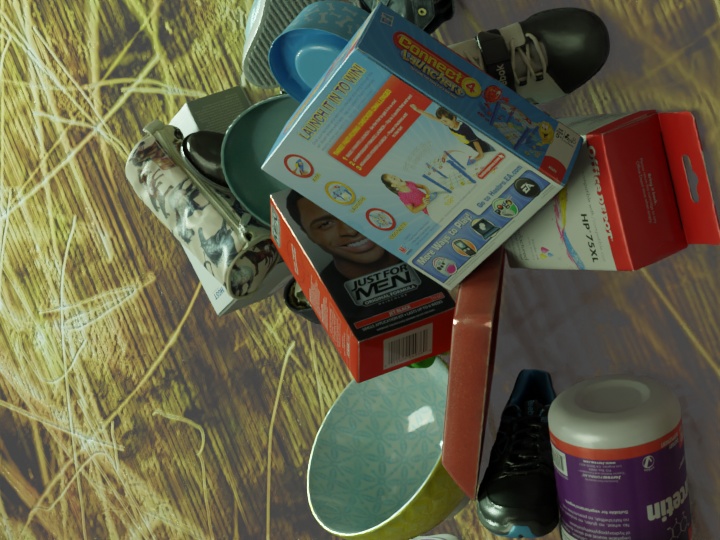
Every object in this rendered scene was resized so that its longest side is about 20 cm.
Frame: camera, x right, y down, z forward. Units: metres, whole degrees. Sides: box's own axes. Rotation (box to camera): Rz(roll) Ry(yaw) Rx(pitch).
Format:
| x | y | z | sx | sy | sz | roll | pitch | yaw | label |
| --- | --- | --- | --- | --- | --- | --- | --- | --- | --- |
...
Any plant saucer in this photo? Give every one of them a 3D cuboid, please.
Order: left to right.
| x | y | z | sx | sy | sz | roll | pitch | yaw | label |
| --- | --- | --- | --- | --- | --- | --- | --- | --- | --- |
| -0.033 | -0.105 | 1.767 | 0.199 | 0.036 | 0.201 | 7 | 137 | 6 | plant saucer |
| 0.101 | 0.065 | 1.631 | 0.037 | 0.200 | 0.201 | 6 | 125 | 6 | plant saucer |

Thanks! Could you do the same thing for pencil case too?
| x | y | z | sx | sy | sz | roll | pitch | yaw | label |
| --- | --- | --- | --- | --- | --- | --- | --- | --- | --- |
| -0.162 | -0.066 | 1.895 | 0.200 | 0.078 | 0.090 | 47 | 139 | 25 | pencil case |

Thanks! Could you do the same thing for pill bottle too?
| x | y | z | sx | sy | sz | roll | pitch | yaw | label |
| --- | --- | --- | --- | --- | --- | --- | --- | --- | --- |
| 0.225 | 0.197 | 1.575 | 0.112 | 0.112 | 0.201 | 19 | 124 | 51 | pill bottle |

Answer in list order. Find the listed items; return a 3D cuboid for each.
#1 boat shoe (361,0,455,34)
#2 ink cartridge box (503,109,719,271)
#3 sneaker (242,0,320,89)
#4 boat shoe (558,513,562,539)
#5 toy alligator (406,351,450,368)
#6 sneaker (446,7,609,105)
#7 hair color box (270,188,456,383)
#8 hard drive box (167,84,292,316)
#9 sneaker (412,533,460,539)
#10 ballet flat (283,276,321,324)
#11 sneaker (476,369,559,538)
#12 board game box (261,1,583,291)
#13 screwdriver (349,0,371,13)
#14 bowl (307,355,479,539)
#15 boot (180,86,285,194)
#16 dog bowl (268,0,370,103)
| x | y | z | sx | sy | sz | roll | pitch | yaw | label |
| --- | --- | --- | --- | --- | --- | --- | --- | --- | --- |
| 0.058 | -0.267 | 1.594 | 0.091 | 0.071 | 0.200 | 58 | 154 | 7 | boat shoe |
| 0.193 | -0.064 | 1.505 | 0.200 | 0.067 | 0.117 | 1 | 109 | 56 | ink cartridge box |
| -0.066 | -0.273 | 1.776 | 0.200 | 0.074 | 0.082 | -54 | 29 | 37 | sneaker |
| 0.221 | 0.309 | 1.693 | 0.074 | 0.066 | 0.200 | -18 | 93 | 59 | boat shoe |
| 0.036 | 0.056 | 1.808 | 0.054 | 0.059 | 0.200 | -63 | 31 | 3 | toy alligator |
| 0.105 | -0.158 | 1.503 | 0.199 | 0.088 | 0.074 | -15 | 99 | 26 | sneaker |
| 0.000 | 0.000 | 1.682 | 0.061 | 0.101 | 0.200 | 90 | 155 | -47 | hair color box |
| -0.142 | -0.073 | 2.004 | 0.201 | 0.077 | 0.156 | 63 | 148 | 8 | hard drive box |
| 0.024 | 0.331 | 1.965 | 0.073 | 0.114 | 0.200 | 63 | 150 | 5 | sneaker |
| -0.010 | 0.001 | 1.798 | 0.200 | 0.073 | 0.073 | -30 | 83 | 48 | ballet flat |
| 0.141 | 0.162 | 1.629 | 0.200 | 0.073 | 0.082 | -77 | -13 | -62 | sneaker |
| 0.046 | -0.094 | 1.494 | 0.195 | 0.056 | 0.200 | 33 | 145 | -9 | board game box |
| 0.028 | -0.188 | 1.734 | 0.029 | 0.028 | 0.201 | -116 | 5 | -76 | screwdriver |
| 0.053 | 0.189 | 1.815 | 0.108 | 0.201 | 0.200 | 34 | 167 | -34 | bowl |
| -0.074 | -0.147 | 1.812 | 0.199 | 0.069 | 0.175 | 16 | 137 | 2 | boot |
| 0.017 | -0.167 | 1.637 | 0.199 | 0.050 | 0.111 | 31 | 147 | -10 | dog bowl |
